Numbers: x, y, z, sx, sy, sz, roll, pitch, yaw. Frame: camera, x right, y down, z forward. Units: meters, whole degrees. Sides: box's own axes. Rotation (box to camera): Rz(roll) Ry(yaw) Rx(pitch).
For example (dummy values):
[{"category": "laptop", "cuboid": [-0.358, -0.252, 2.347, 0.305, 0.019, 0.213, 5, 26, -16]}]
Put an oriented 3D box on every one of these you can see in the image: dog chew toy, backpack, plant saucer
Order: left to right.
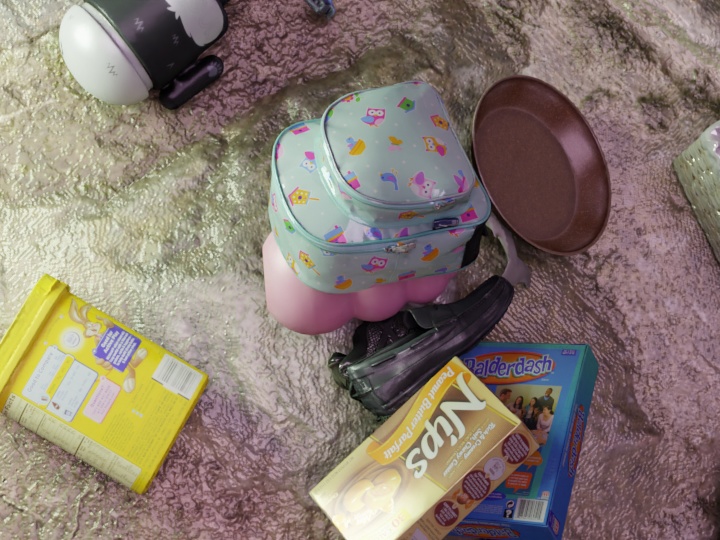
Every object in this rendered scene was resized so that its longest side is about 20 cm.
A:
[{"category": "dog chew toy", "cuboid": [0.000, 0.000, 1.474, 0.197, 0.125, 0.126, -4, 84, -2]}, {"category": "backpack", "cuboid": [0.010, -0.077, 1.372, 0.198, 0.154, 0.177, -17, 62, -9]}, {"category": "plant saucer", "cuboid": [0.184, -0.107, 1.518, 0.199, 0.037, 0.203, 17, 62, -34]}]

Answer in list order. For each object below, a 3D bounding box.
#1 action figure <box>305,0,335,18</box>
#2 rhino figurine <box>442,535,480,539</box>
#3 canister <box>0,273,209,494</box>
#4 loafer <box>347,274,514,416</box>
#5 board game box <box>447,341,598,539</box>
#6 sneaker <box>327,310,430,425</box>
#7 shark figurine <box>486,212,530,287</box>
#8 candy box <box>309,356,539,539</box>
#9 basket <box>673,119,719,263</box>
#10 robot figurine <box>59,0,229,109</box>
[{"category": "action figure", "cuboid": [-0.065, -0.372, 1.502, 0.192, 0.104, 0.202, -16, 79, -43]}, {"category": "rhino figurine", "cuboid": [0.097, 0.276, 1.477, 0.059, 0.087, 0.203, 12, 82, -4]}, {"category": "canister", "cuboid": [-0.271, 0.118, 1.457, 0.199, 0.087, 0.150, 31, 82, -3]}, {"category": "loafer", "cuboid": [0.073, 0.064, 1.446, 0.200, 0.068, 0.071, -39, 97, -18]}, {"category": "board game box", "cuboid": [0.143, 0.166, 1.422, 0.150, 0.045, 0.202, 0, 56, 29]}, {"category": "sneaker", "cuboid": [0.023, 0.143, 1.492, 0.113, 0.076, 0.202, -3, 81, -5]}, {"category": "shark figurine", "cuboid": [0.110, -0.073, 1.526, 0.213, 0.090, 0.129, 32, 115, 6]}, {"category": "candy box", "cuboid": [0.060, 0.192, 1.379, 0.200, 0.055, 0.115, -42, 45, -4]}, {"category": "basket", "cuboid": [0.463, -0.089, 1.520, 0.196, 0.161, 0.202, -27, 88, -8]}, {"category": "robot figurine", "cuboid": [-0.218, -0.261, 1.486, 0.200, 0.125, 0.150, -41, 72, -9]}]
